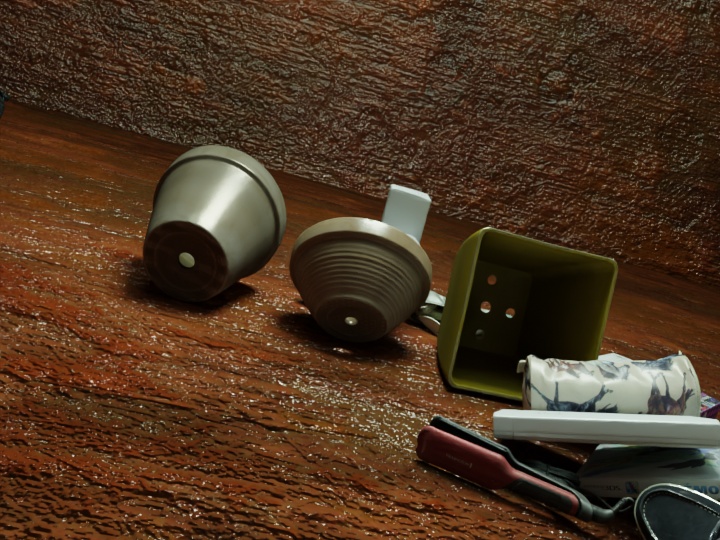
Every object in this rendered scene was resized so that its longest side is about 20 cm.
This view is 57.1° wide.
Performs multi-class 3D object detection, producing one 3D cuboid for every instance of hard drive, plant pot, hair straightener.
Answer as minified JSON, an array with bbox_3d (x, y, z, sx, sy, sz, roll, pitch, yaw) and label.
[{"bbox_3d":[0.238,0.157,0.665,0.196,0.027,0.132,-2,-11,16],"label":"hard drive"},{"bbox_3d":[-0.216,-0.052,0.922,0.196,0.203,0.174,15,27,0],"label":"plant pot"},{"bbox_3d":[-0.006,0.031,0.891,0.197,0.202,0.094,15,53,-3],"label":"plant pot"},{"bbox_3d":[0.205,0.061,0.923,0.196,0.204,0.176,13,1,-12],"label":"plant pot"},{"bbox_3d":[0.153,0.182,0.622,0.196,0.042,0.077,14,10,20],"label":"hair straightener"}]

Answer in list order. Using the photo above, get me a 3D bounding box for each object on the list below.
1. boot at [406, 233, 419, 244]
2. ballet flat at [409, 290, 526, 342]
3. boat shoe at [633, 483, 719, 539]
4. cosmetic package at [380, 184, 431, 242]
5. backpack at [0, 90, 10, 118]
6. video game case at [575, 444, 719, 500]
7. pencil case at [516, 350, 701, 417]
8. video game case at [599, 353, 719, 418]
[{"bbox_3d":[0.000,0.000,0.987,0.197,0.075,0.096,-25,7,2],"label":"boot"},{"bbox_3d":[0.167,0.090,1.055,0.197,0.068,0.064,19,40,21],"label":"ballet flat"},{"bbox_3d":[0.279,0.226,0.499,0.062,0.075,0.200,41,5,-26],"label":"boat shoe"},{"bbox_3d":[0.056,-0.032,1.085,0.073,0.204,0.102,16,12,0],"label":"cosmetic package"},{"bbox_3d":[-1.068,-0.463,1.790,0.198,0.129,0.165,26,4,44],"label":"backpack"},{"bbox_3d":[0.330,0.191,0.675,0.179,0.023,0.199,-11,-3,32],"label":"video game case"},{"bbox_3d":[0.284,0.138,0.776,0.196,0.079,0.090,-2,29,13],"label":"pencil case"},{"bbox_3d":[0.415,0.180,0.983,0.180,0.037,0.198,26,16,39],"label":"video game case"}]
